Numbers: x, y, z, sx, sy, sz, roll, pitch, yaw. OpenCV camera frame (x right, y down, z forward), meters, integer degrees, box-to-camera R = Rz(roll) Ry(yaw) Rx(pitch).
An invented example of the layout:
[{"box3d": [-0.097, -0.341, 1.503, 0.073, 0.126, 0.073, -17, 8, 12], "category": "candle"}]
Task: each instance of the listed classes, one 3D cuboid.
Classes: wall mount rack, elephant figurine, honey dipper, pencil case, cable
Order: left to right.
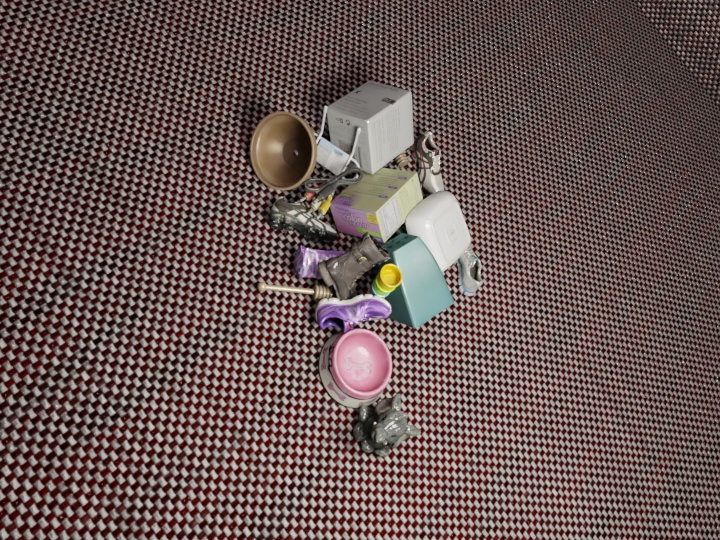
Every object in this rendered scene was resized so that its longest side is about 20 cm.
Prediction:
[{"box3d": [-0.167, 0.048, 1.582, 0.194, 0.038, 0.039, 8, 65, -23], "category": "honey dipper"}, {"box3d": [-0.082, -0.023, 1.634, 0.195, 0.088, 0.084, 2, 31, -27], "category": "pencil case"}, {"box3d": [-0.081, -0.227, 1.666, 0.097, 0.050, 0.199, 45, 58, 4], "category": "cable"}, {"box3d": [-0.079, -0.342, 1.712, 0.197, 0.177, 0.074, 34, 15, 11], "category": "wall mount rack"}, {"box3d": [0.094, -0.415, 1.913, 0.037, 0.038, 0.205, -14, 72, -29], "category": "honey dipper"}, {"box3d": [0.075, 0.371, 1.477, 0.139, 0.200, 0.158, 27, 60, -11], "category": "elephant figurine"}]

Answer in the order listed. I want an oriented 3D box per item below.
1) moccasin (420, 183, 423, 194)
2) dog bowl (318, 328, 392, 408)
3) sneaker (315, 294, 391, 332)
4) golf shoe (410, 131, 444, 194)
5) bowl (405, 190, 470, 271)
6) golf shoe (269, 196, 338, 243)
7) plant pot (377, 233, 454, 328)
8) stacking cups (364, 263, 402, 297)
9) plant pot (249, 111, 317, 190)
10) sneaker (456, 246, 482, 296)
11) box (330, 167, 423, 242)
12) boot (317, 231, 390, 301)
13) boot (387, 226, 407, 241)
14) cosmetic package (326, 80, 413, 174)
[{"box3d": [0.162, -0.212, 1.826, 0.199, 0.074, 0.079, 33, 82, -9], "category": "moccasin"}, {"box3d": [-0.005, 0.240, 1.569, 0.194, 0.074, 0.206, 10, 65, -21], "category": "dog bowl"}, {"box3d": [-0.017, 0.119, 1.569, 0.193, 0.082, 0.085, -6, 46, 0], "category": "sneaker"}, {"box3d": [0.214, -0.324, 1.899, 0.075, 0.088, 0.205, -13, 77, -30], "category": "golf shoe"}, {"box3d": [0.227, -0.104, 1.716, 0.199, 0.074, 0.204, -37, 114, -33], "category": "bowl"}, {"box3d": [-0.145, -0.140, 1.658, 0.195, 0.078, 0.097, 19, 62, -18], "category": "golf shoe"}, {"box3d": [0.129, 0.016, 1.629, 0.139, 0.140, 0.205, -28, 110, -21], "category": "plant pot"}, {"box3d": [0.049, 0.045, 1.599, 0.059, 0.200, 0.062, 6, 69, -15], "category": "stacking cups"}, {"box3d": [-0.194, -0.320, 1.674, 0.204, 0.199, 0.092, 59, 22, 8], "category": "plant pot"}, {"box3d": [0.322, -0.035, 1.831, 0.073, 0.087, 0.206, -6, 71, -25], "category": "sneaker"}, {"box3d": [0.046, -0.186, 1.700, 0.200, 0.173, 0.099, -45, 132, -33], "category": "box"}, {"box3d": [0.000, 0.000, 1.569, 0.171, 0.200, 0.070, -27, 51, 11], "category": "boot"}, {"box3d": [0.165, -0.088, 1.766, 0.168, 0.076, 0.203, -45, 112, -31], "category": "boot"}, {"box3d": [0.031, -0.413, 1.768, 0.162, 0.168, 0.199, 25, 50, 33], "category": "cosmetic package"}]
